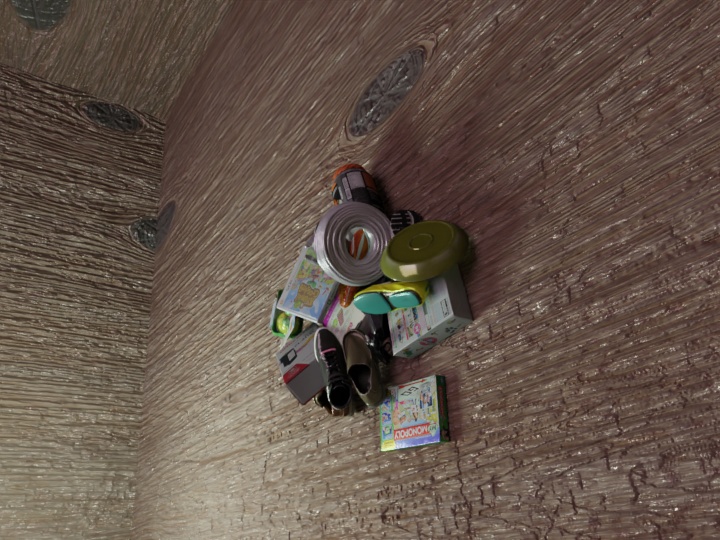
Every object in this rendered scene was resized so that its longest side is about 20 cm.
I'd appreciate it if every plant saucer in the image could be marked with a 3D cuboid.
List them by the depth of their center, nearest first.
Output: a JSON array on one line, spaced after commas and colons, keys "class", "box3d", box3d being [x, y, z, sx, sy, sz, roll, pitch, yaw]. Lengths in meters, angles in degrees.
[{"class": "plant saucer", "box3d": [0.132, -0.052, 1.287, 0.197, 0.031, 0.201, -16, 33, 11]}]

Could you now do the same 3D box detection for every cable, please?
[{"class": "cable", "box3d": [-0.011, -0.065, 1.425, 0.202, 0.199, 0.069, -59, 17, -15]}]

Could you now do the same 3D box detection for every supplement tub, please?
[{"class": "supplement tub", "box3d": [-0.008, -0.179, 1.574, 0.123, 0.121, 0.202, -51, 38, 34]}]

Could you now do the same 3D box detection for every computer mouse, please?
[{"class": "computer mouse", "box3d": [0.036, 0.109, 1.420, 0.052, 0.139, 0.203, -4, 62, 18]}]

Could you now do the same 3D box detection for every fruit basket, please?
[{"class": "fruit basket", "box3d": [-0.196, 0.101, 1.668, 0.201, 0.092, 0.188, 113, 165, -62]}]

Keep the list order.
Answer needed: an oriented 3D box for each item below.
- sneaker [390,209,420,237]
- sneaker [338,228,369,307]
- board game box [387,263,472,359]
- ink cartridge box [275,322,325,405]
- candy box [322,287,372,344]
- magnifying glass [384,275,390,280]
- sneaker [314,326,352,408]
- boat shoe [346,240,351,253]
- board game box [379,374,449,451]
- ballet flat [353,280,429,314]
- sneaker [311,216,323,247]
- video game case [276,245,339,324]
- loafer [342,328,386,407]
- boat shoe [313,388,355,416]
[{"class": "sneaker", "box3d": [0.105, -0.057, 1.412, 0.081, 0.072, 0.202, 89, -177, -53]}, {"class": "sneaker", "box3d": [0.000, 0.000, 1.499, 0.073, 0.076, 0.203, 22, 92, 65]}, {"class": "board game box", "box3d": [0.142, 0.082, 1.315, 0.200, 0.064, 0.149, -40, 47, 41]}, {"class": "ink cartridge box", "box3d": [-0.133, 0.235, 1.563, 0.145, 0.083, 0.200, -40, 21, -3]}, {"class": "candy box", "box3d": [-0.034, 0.116, 1.569, 0.137, 0.060, 0.201, -60, 36, 20]}, {"class": "magnifying glass", "box3d": [0.034, -0.040, 1.557, 0.080, 0.022, 0.202, -50, 39, 31]}, {"class": "sneaker", "box3d": [-0.060, 0.231, 1.411, 0.099, 0.070, 0.203, 153, 104, -80]}, {"class": "boat shoe", "box3d": [-0.029, -0.056, 1.614, 0.201, 0.071, 0.076, -84, 20, -48]}, {"class": "board game box", "box3d": [0.112, 0.314, 1.310, 0.199, 0.029, 0.137, -30, 54, 49]}, {"class": "ballet flat", "box3d": [0.071, 0.052, 1.316, 0.198, 0.067, 0.067, -10, 32, 46]}, {"class": "sneaker", "box3d": [-0.120, -0.056, 1.725, 0.146, 0.076, 0.205, 139, 151, -67]}, {"class": "video game case", "box3d": [-0.123, 0.031, 1.536, 0.199, 0.022, 0.184, 12, 76, 51]}, {"class": "loafer", "box3d": [0.004, 0.216, 1.399, 0.075, 0.070, 0.202, -31, 55, 10]}, {"class": "boat shoe", "box3d": [-0.086, 0.311, 1.543, 0.199, 0.071, 0.077, 25, 118, 57]}]
